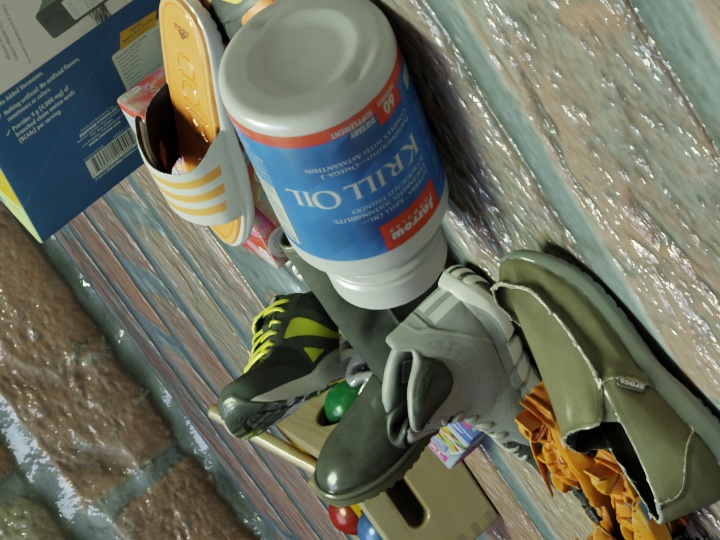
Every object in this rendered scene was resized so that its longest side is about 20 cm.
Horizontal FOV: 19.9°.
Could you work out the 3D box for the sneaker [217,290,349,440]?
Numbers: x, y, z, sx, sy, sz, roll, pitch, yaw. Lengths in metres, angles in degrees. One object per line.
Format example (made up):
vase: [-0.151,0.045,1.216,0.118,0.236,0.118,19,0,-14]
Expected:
sneaker: [-0.062,0.066,1.576,0.085,0.074,0.200,56,-152,4]

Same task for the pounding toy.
pounding toy: [-0.010,0.179,1.917,0.201,0.142,0.184,56,167,-20]

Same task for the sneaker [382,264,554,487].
sneaker: [0.075,0.101,1.447,0.201,0.115,0.075,58,166,-27]

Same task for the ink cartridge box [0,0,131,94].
ink cartridge box: [-0.242,-0.230,1.455,0.145,0.199,0.084,42,163,34]

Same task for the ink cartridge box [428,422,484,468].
ink cartridge box: [0.058,0.093,1.672,0.120,0.042,0.200,50,166,8]

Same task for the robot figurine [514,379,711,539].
robot figurine: [0.173,0.161,1.387,0.145,0.058,0.201,35,159,43]

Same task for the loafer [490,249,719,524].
loafer: [0.142,0.069,1.219,0.200,0.069,0.075,47,167,21]

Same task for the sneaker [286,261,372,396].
sneaker: [0.000,0.000,1.570,0.081,0.075,0.201,-43,72,42]

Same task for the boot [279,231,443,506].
boot: [-0.001,0.047,1.443,0.072,0.182,0.200,32,162,44]

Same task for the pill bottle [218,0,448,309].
pill bottle: [-0.007,-0.068,1.273,0.112,0.112,0.201,41,165,39]

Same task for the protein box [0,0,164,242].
protein box: [-0.243,-0.173,1.621,0.135,0.198,0.201,42,165,33]

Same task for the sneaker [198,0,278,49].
sneaker: [-0.067,-0.149,1.351,0.090,0.070,0.200,51,166,17]

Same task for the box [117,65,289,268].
box: [-0.089,-0.092,1.530,0.200,0.095,0.100,32,156,56]

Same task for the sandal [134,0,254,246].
sandal: [-0.122,-0.095,1.363,0.079,0.059,0.208,39,150,38]
